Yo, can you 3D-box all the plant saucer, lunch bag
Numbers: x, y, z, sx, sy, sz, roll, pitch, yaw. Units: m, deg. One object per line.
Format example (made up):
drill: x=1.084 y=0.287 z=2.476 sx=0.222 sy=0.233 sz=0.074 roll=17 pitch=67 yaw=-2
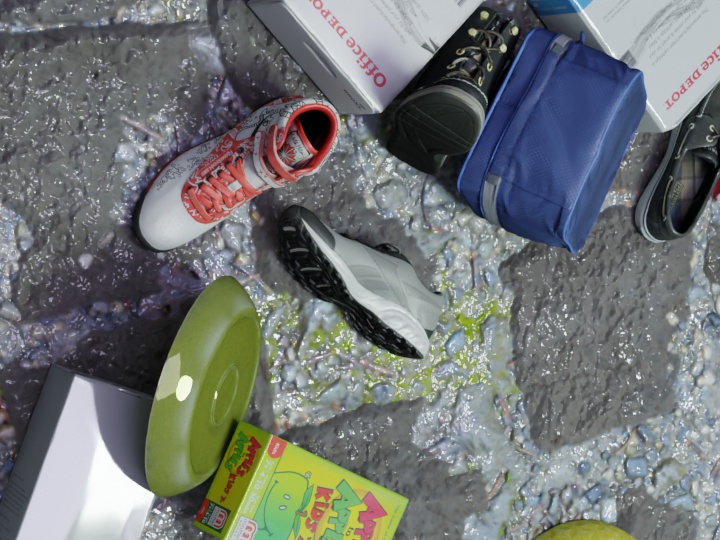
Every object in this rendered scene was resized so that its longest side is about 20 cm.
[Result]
plant saucer: x=-0.129 y=0.104 z=1.493 sx=0.031 sy=0.200 sz=0.201 roll=16 pitch=86 yaw=13
lunch bag: x=0.177 y=-0.131 z=1.628 sx=0.132 sy=0.136 sz=0.200 roll=24 pitch=83 yaw=16

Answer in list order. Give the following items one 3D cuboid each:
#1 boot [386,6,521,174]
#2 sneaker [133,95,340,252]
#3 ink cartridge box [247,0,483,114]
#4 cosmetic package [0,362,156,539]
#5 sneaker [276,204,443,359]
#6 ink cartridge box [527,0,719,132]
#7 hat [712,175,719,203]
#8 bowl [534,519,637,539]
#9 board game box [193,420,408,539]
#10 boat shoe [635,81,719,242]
boot: x=0.094 y=-0.179 z=1.570 sx=0.073 sy=0.204 sz=0.154 roll=31 pitch=76 yaw=-4
sneaker: x=-0.107 y=-0.088 z=1.523 sx=0.201 sy=0.108 sz=0.067 roll=-39 pitch=109 yaw=-18
ink cartridge box: x=0.018 y=-0.261 z=1.582 sx=0.200 sy=0.084 sz=0.145 roll=-48 pitch=111 yaw=-16
cosmetic package: x=-0.243 y=0.192 z=1.498 sx=0.113 sy=0.081 sz=0.201 roll=24 pitch=83 yaw=-26
sneaker: x=0.000 y=0.000 z=1.609 sx=0.200 sy=0.074 sz=0.079 roll=42 pitch=67 yaw=-29
ink cartridge box: x=0.271 y=-0.256 z=1.705 sx=0.145 sy=0.084 sz=0.200 roll=-45 pitch=111 yaw=-16
hat: x=0.437 y=-0.211 z=1.826 sx=0.166 sy=0.176 sz=0.200 roll=60 pitch=33 yaw=-15
bowl: x=0.245 y=0.358 z=1.730 sx=0.199 sy=0.108 sz=0.201 roll=-2 pitch=96 yaw=-25
board game box: x=-0.050 y=0.220 z=1.576 sx=0.200 sy=0.048 sz=0.102 roll=31 pitch=80 yaw=-43
boat shoe: x=0.347 y=-0.118 z=1.768 sx=0.069 sy=0.057 sz=0.201 roll=28 pitch=82 yaw=-25
